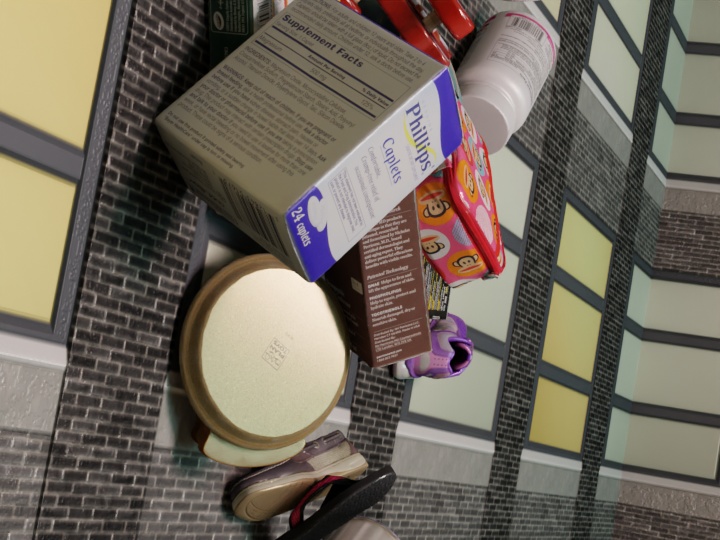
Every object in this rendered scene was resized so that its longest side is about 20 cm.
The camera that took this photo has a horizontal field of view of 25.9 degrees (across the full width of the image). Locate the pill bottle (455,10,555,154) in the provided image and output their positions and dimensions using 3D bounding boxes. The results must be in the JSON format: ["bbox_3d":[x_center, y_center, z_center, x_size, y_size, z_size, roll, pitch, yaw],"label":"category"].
[{"bbox_3d":[0.182,-0.249,2.091,0.201,0.112,0.114,-60,149,-43],"label":"pill bottle"}]

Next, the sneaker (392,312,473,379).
[{"bbox_3d":[0.112,0.104,2.068,0.200,0.088,0.081,-21,115,-67],"label":"sneaker"}]

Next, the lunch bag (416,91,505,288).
[{"bbox_3d":[0.092,-0.084,1.625,0.177,0.081,0.201,56,22,-44],"label":"lunch bag"}]

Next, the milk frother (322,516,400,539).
[{"bbox_3d":[-0.033,0.420,1.779,0.200,0.181,0.188,-44,178,31],"label":"milk frother"}]

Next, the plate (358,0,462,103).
[{"bbox_3d":[0.059,-0.228,1.755,0.200,0.025,0.202,32,43,-35],"label":"plate"}]

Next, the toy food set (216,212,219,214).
[{"bbox_3d":[-0.061,-0.095,1.558,0.200,0.060,0.145,26,75,-55],"label":"toy food set"}]

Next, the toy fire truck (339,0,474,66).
[{"bbox_3d":[0.032,-0.295,1.671,0.201,0.112,0.168,52,10,-12],"label":"toy fire truck"}]

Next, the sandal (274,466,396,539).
[{"bbox_3d":[-0.043,0.250,1.648,0.075,0.200,0.045,1,58,-48],"label":"sandal"}]

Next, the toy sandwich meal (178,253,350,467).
[{"bbox_3d":[-0.097,0.085,1.503,0.204,0.070,0.207,0,89,-32],"label":"toy sandwich meal"}]

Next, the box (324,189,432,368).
[{"bbox_3d":[0.011,-0.018,1.522,0.074,0.100,0.202,-14,112,-21],"label":"box"}]

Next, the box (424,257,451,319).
[{"bbox_3d":[0.078,-0.040,1.985,0.159,0.049,0.202,7,90,-66],"label":"box"}]

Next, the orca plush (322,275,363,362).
[{"bbox_3d":[0.000,0.000,1.666,0.105,0.201,0.071,-44,155,19],"label":"orca plush"}]

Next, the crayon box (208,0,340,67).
[{"bbox_3d":[-0.080,-0.274,1.497,0.200,0.051,0.127,-39,133,-60],"label":"crayon box"}]

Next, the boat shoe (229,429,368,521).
[{"bbox_3d":[-0.073,0.213,1.663,0.199,0.065,0.072,-10,149,-50],"label":"boat shoe"}]

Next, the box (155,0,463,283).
[{"bbox_3d":[-0.042,-0.123,1.376,0.200,0.184,0.105,-43,144,-16],"label":"box"}]
